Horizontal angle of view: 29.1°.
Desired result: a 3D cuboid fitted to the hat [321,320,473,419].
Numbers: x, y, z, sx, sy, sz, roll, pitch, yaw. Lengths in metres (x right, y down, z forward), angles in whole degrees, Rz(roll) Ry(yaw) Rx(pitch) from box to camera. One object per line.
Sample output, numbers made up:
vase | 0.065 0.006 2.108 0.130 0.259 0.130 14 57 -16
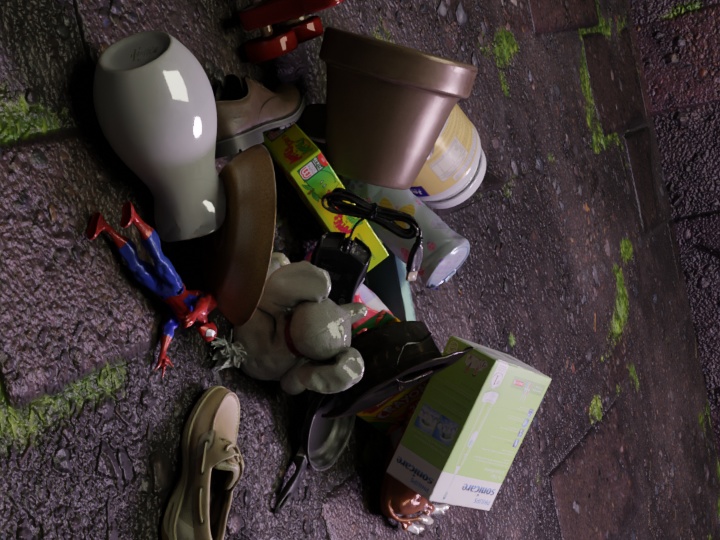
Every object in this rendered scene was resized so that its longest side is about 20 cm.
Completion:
hat | 0.032 0.106 1.666 0.200 0.200 0.081 -11 73 -63

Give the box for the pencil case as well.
pencil case | 0.056 -0.067 1.862 0.200 0.083 0.091 44 5 15

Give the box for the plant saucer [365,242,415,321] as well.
plant saucer | 0.042 0.062 1.916 0.019 0.070 0.201 -10 91 -56

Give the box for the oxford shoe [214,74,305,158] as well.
oxford shoe | -0.126 -0.202 1.666 0.200 0.072 0.085 -41 116 -60

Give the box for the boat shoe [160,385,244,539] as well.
boat shoe | -0.154 0.211 1.482 0.072 0.065 0.201 55 36 -40

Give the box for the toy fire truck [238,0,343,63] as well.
toy fire truck | -0.063 -0.342 1.729 0.200 0.167 0.113 -45 121 -58

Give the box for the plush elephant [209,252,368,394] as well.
plush elephant | -0.064 0.066 1.605 0.200 0.154 0.166 -31 109 -62

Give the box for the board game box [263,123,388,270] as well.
board game box | -0.045 -0.093 1.760 0.200 0.048 0.102 55 -3 -40

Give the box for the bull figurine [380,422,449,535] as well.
bull figurine | 0.076 0.261 1.910 0.121 0.065 0.201 43 50 -36

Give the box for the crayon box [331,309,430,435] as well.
crayon box | 0.033 0.135 1.805 0.200 0.127 0.051 39 21 -52

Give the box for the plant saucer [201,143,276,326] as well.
plant saucer | -0.139 -0.040 1.515 0.035 0.200 0.202 6 71 -21

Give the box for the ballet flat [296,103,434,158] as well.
ballet flat | 0.005 -0.183 1.853 0.199 0.046 0.068 8 84 -23

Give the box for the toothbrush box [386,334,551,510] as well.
toothbrush box | 0.143 0.202 1.819 0.145 0.086 0.201 19 96 -50

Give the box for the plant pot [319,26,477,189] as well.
plant pot | 0.033 -0.199 1.754 0.200 0.199 0.176 -5 111 -63

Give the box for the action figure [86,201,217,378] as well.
action figure | -0.208 0.031 1.438 0.200 0.065 0.099 51 32 -43

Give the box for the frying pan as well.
frying pan | -0.055 0.224 1.710 0.191 0.031 0.115 -64 152 -18

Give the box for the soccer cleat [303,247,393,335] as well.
soccer cleat | -0.020 0.031 1.828 0.200 0.067 0.077 46 6 -37

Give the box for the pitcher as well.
pitcher | -0.205 -0.158 1.469 0.172 0.120 0.201 -98 173 -53

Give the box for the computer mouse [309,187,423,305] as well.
computer mouse | 0.000 0.000 1.728 0.046 0.140 0.201 -81 -174 -71

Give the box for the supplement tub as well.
supplement tub | 0.087 -0.190 2.001 0.200 0.145 0.146 44 44 -50
